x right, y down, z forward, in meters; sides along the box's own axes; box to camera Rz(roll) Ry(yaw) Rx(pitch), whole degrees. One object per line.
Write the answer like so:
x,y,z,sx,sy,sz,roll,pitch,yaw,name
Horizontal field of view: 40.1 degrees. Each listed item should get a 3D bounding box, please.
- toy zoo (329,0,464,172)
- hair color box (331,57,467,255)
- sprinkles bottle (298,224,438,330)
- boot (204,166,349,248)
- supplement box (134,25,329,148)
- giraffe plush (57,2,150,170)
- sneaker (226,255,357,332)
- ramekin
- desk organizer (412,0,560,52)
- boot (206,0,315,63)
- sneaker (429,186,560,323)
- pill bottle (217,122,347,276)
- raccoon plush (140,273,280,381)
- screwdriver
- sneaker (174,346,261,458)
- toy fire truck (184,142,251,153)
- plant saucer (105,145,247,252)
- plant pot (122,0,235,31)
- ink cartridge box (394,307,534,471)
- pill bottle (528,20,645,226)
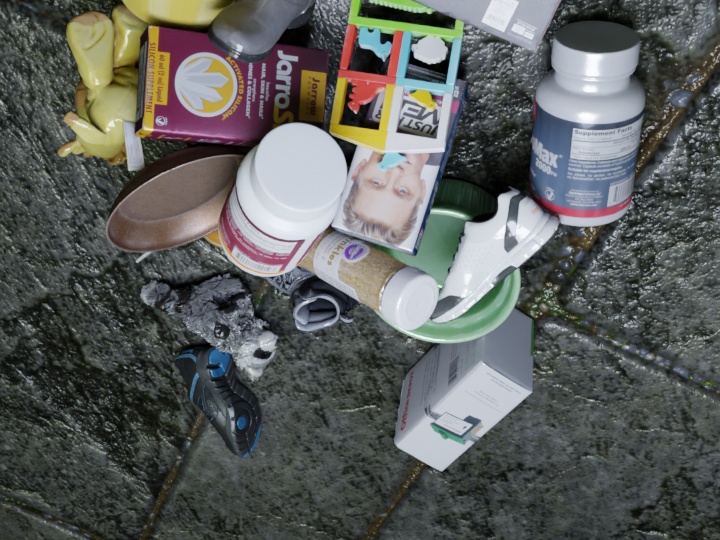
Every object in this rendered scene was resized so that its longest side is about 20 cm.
0.040,-0.209,1.085,0.130,0.020,0.202,10,87,7,toy zoo
0.046,-0.128,1.121,0.099,0.061,0.202,17,89,7,hair color box
0.000,0.000,1.153,0.199,0.068,0.069,29,139,41,sprinkles bottle
-0.100,-0.089,1.240,0.199,0.071,0.145,4,139,-4,boot
-0.142,-0.195,1.083,0.198,0.086,0.112,3,92,-19,supplement box
-0.285,-0.196,1.175,0.171,0.202,0.162,13,165,-25,giraffe plush
-0.090,0.013,1.293,0.198,0.114,0.076,16,127,1,sneaker
0.104,-0.017,1.237,0.198,0.098,0.201,6,126,9,ramekin
0.109,-0.313,1.035,0.198,0.077,0.072,22,127,-3,desk organizer
-0.081,-0.303,1.016,0.069,0.200,0.132,33,129,-2,boot
0.137,-0.017,1.134,0.080,0.074,0.200,45,120,1,sneaker
-0.086,-0.074,1.068,0.114,0.115,0.200,27,157,-7,pill bottle
-0.203,0.074,1.407,0.199,0.097,0.135,22,149,34,raccoon plush
-0.230,-0.059,1.269,0.199,0.028,0.029,-29,148,26,screwdriver
-0.212,0.195,1.492,0.081,0.073,0.201,1,121,33,sneaker
-0.145,-0.154,1.227,0.140,0.049,0.201,24,129,-8,toy fire truck
-0.205,-0.088,1.145,0.200,0.200,0.037,-39,68,32,plant saucer
-0.178,-0.357,1.009,0.199,0.202,0.189,21,142,-3,plant pot
0.138,0.150,1.319,0.084,0.147,0.200,31,127,-13,ink cartridge box
0.249,-0.162,1.085,0.118,0.120,0.201,5,125,10,pill bottle
